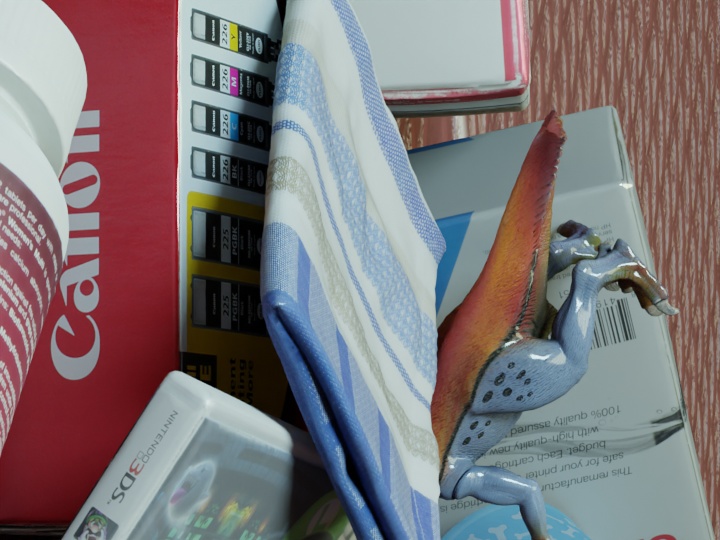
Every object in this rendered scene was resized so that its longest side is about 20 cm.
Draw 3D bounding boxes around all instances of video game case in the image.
[{"bbox_3d":[-0.069,0.131,0.966,0.182,0.023,0.200,-57,157,0],"label":"video game case"}]

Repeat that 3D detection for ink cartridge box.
[{"bbox_3d":[-0.080,-0.005,1.019,0.175,0.083,0.201,11,78,-66],"label":"ink cartridge box"},{"bbox_3d":[0.030,-0.142,1.227,0.200,0.084,0.146,-7,93,-85],"label":"ink cartridge box"},{"bbox_3d":[0.067,0.045,1.262,0.084,0.144,0.201,-89,165,-62],"label":"ink cartridge box"}]

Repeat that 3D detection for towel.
[{"bbox_3d":[0.000,0.000,1.012,0.200,0.024,0.147,-87,159,-52],"label":"towel"}]

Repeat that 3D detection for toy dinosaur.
[{"bbox_3d":[0.030,0.048,1.138,0.200,0.181,0.105,58,-9,-34],"label":"toy dinosaur"}]

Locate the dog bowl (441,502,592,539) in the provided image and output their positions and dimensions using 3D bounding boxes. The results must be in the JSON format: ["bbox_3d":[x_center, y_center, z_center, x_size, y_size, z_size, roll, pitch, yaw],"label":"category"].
[{"bbox_3d":[0.044,0.188,1.200,0.200,0.049,0.112,-46,124,-19],"label":"dog bowl"}]

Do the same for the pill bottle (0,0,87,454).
[{"bbox_3d":[-0.147,0.010,0.827,0.110,0.109,0.201,61,34,-46],"label":"pill bottle"}]
